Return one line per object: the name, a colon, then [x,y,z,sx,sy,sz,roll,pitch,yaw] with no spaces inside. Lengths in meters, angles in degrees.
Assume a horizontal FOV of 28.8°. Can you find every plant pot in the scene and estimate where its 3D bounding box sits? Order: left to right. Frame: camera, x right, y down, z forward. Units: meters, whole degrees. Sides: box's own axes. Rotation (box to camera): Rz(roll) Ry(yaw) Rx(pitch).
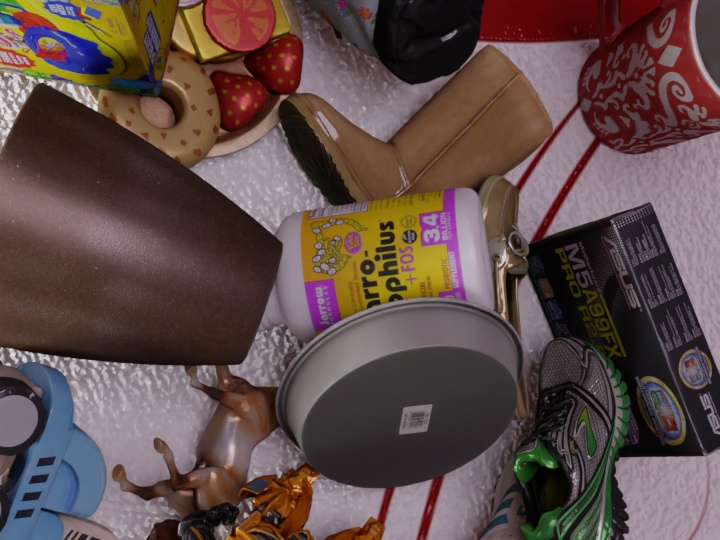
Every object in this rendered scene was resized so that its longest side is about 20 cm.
plant pot: [-0.163,-0.009,0.993,0.198,0.187,0.189,20,75,-7]

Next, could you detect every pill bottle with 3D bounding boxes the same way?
pill bottle: [0.000,0.000,1.086,0.198,0.104,0.105,-8,85,8]

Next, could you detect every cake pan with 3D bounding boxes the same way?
cake pan: [0.035,0.101,1.075,0.198,0.201,0.037,3,44,-21]

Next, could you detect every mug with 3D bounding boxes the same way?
mug: [0.277,-0.194,1.202,0.132,0.200,0.179,-14,87,-22]

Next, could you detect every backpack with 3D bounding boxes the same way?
backpack: [0.013,-0.264,1.117,0.126,0.168,0.200,-18,55,-35]

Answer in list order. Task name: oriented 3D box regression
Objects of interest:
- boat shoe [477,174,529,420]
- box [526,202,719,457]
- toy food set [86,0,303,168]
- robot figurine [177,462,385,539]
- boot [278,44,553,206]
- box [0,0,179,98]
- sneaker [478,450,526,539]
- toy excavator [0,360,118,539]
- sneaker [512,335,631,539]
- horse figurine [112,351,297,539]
boat shoe: [0.119,0.022,1.167,0.063,0.073,0.203,5,81,20]
box: [0.221,0.055,1.166,0.044,0.160,0.202,-23,92,-22]
toy food set: [-0.138,-0.187,1.120,0.199,0.049,0.199,-24,91,-22]
robot figurine: [-0.051,0.205,1.014,0.145,0.200,0.058,38,103,8]
boot: [0.047,-0.125,1.178,0.200,0.066,0.176,-42,111,-20]
box: [-0.234,-0.224,0.979,0.191,0.200,0.123,10,79,2]
sneaker: [0.137,0.218,1.145,0.070,0.093,0.200,40,71,-12]
toy excavator: [-0.219,0.170,0.983,0.199,0.100,0.196,23,90,-37]
sneaker: [0.165,0.136,1.117,0.085,0.078,0.201,27,48,-30]
horse figurine: [-0.112,0.133,1.071,0.133,0.050,0.201,46,59,-43]
